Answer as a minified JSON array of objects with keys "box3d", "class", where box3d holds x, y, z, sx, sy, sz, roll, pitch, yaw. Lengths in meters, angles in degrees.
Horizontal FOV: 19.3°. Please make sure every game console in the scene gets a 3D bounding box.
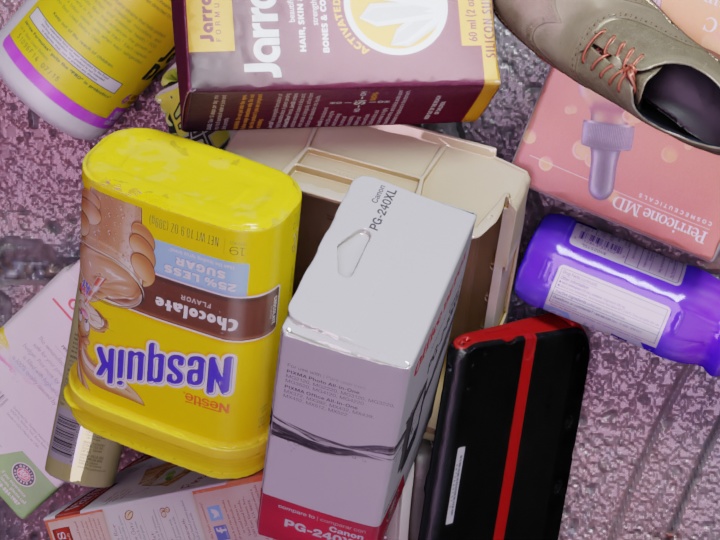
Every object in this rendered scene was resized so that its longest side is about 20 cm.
[{"box3d":[0.093,0.132,1.449,0.031,0.177,0.200,16,104,34],"class":"game console"}]

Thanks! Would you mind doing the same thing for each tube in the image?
[{"box3d":[-0.175,0.051,1.484,0.058,0.052,0.200,8,99,-33],"class":"tube"}]

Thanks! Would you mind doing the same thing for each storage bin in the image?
[{"box3d":[0.000,0.000,1.434,0.198,0.094,0.200,16,135,11],"class":"storage bin"}]

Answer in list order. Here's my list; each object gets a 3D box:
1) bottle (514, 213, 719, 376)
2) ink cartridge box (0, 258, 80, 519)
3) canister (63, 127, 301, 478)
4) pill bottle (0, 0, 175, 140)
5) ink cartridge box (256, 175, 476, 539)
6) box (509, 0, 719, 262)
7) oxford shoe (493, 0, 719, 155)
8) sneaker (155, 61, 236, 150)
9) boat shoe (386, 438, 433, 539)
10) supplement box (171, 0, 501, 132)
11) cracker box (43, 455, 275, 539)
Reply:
[{"box3d":[0.207,0.024,1.453,0.200,0.084,0.065,22,103,6],"class":"bottle"},{"box3d":[-0.208,0.071,1.550,0.200,0.067,0.117,-41,90,15],"class":"ink cartridge box"},{"box3d":[-0.114,0.020,1.364,0.148,0.087,0.200,19,127,16],"class":"canister"},{"box3d":[-0.160,-0.194,1.475,0.104,0.104,0.200,44,105,1],"class":"pill bottle"},{"box3d":[0.002,0.064,1.321,0.083,0.145,0.200,18,137,7],"class":"ink cartridge box"},{"box3d":[0.208,-0.130,1.413,0.152,0.106,0.200,22,103,6],"class":"box"},{"box3d":[0.168,-0.137,1.325,0.200,0.075,0.070,29,106,8],"class":"oxford shoe"},{"box3d":[-0.107,-0.108,1.477,0.076,0.075,0.200,15,120,-5],"class":"sneaker"},{"box3d":[0.047,0.194,1.496,0.060,0.072,0.202,-2,128,-4],"class":"boat shoe"},{"box3d":[-0.018,-0.155,1.357,0.200,0.086,0.110,-3,77,-9],"class":"supplement box"},{"box3d":[-0.103,0.160,1.485,0.200,0.134,0.058,-15,98,30],"class":"cracker box"}]
